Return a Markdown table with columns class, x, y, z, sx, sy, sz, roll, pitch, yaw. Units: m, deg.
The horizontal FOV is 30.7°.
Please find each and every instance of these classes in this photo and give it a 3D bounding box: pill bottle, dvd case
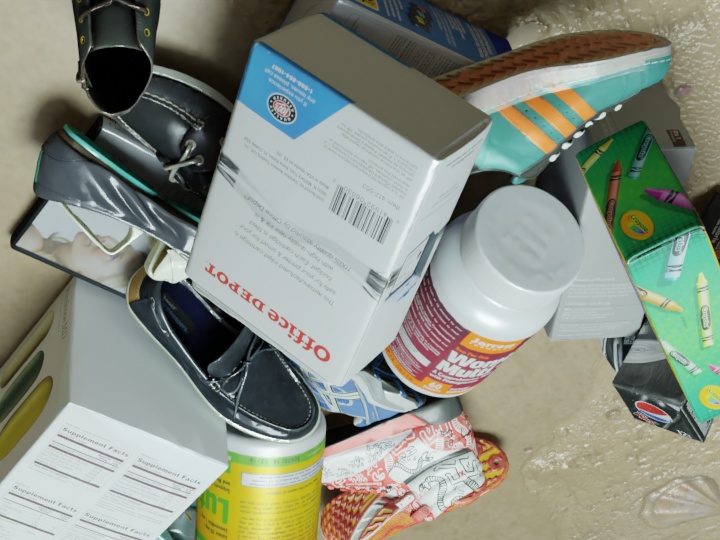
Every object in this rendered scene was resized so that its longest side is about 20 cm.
| class | x | y | z | sx | sy | sz | roll | pitch | yaw |
| --- | --- | --- | --- | --- | --- | --- | --- | --- | --- |
| pill bottle | 0.094 | 0.019 | 1.052 | 0.109 | 0.110 | 0.200 | 8 | 153 | -17 |
| pill bottle | -0.092 | 0.219 | 1.175 | 0.110 | 0.111 | 0.202 | 1 | 109 | -11 |
| dvd case | -0.162 | -0.029 | 1.065 | 0.199 | 0.018 | 0.143 | 26 | 122 | -30 |

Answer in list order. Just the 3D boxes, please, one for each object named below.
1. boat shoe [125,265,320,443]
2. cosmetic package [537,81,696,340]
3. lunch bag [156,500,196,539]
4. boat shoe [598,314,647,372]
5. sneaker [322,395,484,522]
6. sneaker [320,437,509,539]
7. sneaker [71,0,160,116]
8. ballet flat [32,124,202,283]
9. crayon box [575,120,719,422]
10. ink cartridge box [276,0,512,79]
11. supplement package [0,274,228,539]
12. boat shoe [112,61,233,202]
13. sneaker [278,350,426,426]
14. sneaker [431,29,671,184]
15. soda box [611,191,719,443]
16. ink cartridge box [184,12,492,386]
| class | x | y | z | sx | sy | sz | roll | pitch | yaw |
| --- | --- | --- | --- | --- | --- | --- | --- | --- | --- |
| boat shoe | -0.106 | 0.069 | 1.065 | 0.200 | 0.075 | 0.062 | 46 | 155 | -15 |
| cosmetic package | 0.194 | -0.051 | 1.052 | 0.089 | 0.107 | 0.201 | -4 | 131 | -8 |
| lunch bag | -0.195 | 0.306 | 1.294 | 0.170 | 0.123 | 0.200 | -36 | 134 | 22 |
| boat shoe | 0.253 | 0.020 | 1.151 | 0.071 | 0.068 | 0.201 | 0 | 132 | -10 |
| sneaker | 0.017 | 0.195 | 1.236 | 0.200 | 0.067 | 0.109 | -22 | 97 | 9 |
| sneaker | 0.053 | 0.219 | 1.308 | 0.199 | 0.073 | 0.077 | -21 | 163 | 5 |
| sneaker | -0.157 | -0.205 | 0.846 | 0.074 | 0.107 | 0.201 | -6 | 133 | -5 |
| ballet flat | -0.161 | -0.035 | 0.997 | 0.199 | 0.073 | 0.073 | 31 | 120 | -26 |
| crayon box | 0.228 | 0.005 | 0.957 | 0.058 | 0.119 | 0.200 | -25 | 133 | 10 |
| ink cartridge box | 0.029 | -0.127 | 0.972 | 0.199 | 0.077 | 0.137 | 22 | 124 | -25 |
| supplement package | -0.231 | 0.142 | 1.115 | 0.150 | 0.152 | 0.200 | 27 | 122 | -29 |
| boat shoe | -0.113 | -0.083 | 0.987 | 0.074 | 0.061 | 0.200 | -17 | 140 | 40 |
| sneaker | -0.029 | 0.084 | 1.151 | 0.077 | 0.076 | 0.200 | -34 | 127 | 26 |
| sneaker | 0.124 | -0.110 | 0.914 | 0.198 | 0.071 | 0.080 | -16 | 117 | -4 |
| soda box | 0.290 | 0.036 | 1.092 | 0.201 | 0.070 | 0.063 | -58 | 139 | -17 |
| ink cartridge box | -0.021 | -0.046 | 0.883 | 0.146 | 0.086 | 0.201 | 34 | 130 | 15 |
